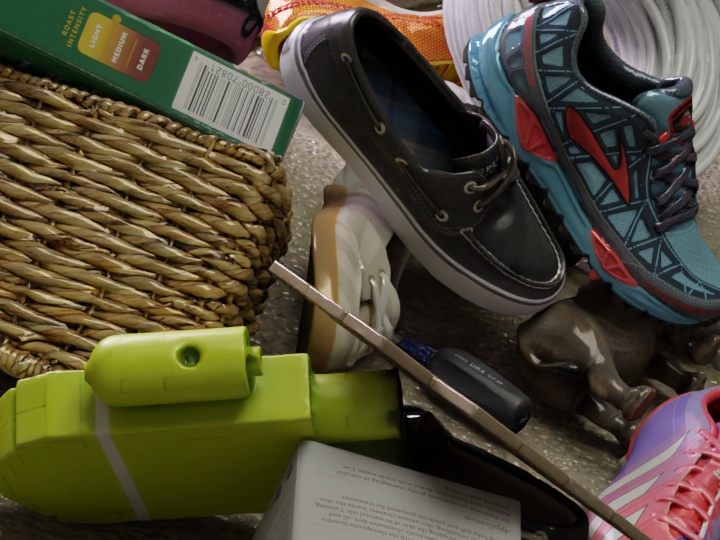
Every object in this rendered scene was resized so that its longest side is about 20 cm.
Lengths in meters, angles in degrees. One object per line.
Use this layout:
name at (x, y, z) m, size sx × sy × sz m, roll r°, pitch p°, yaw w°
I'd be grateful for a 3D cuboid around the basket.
basket at (-0.148, 0.001, 1.450) m, size 0.200 × 0.143 × 0.149 m, roll 18°, pitch 72°, yaw 4°

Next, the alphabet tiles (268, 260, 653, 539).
alphabet tiles at (0.048, 0.062, 1.325) m, size 0.200 × 0.008 × 0.167 m, roll 38°, pitch -2°, yaw -37°

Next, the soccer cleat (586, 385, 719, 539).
soccer cleat at (0.159, 0.112, 1.450) m, size 0.067 × 0.076 × 0.200 m, roll 48°, pitch 25°, yaw -8°

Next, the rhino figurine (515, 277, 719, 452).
rhino figurine at (0.152, 0.033, 1.614) m, size 0.087 × 0.060 × 0.200 m, roll 34°, pitch 30°, yaw 18°

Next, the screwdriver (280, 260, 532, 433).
screwdriver at (0.007, 0.033, 1.568) m, size 0.200 × 0.028 × 0.029 m, roll 27°, pitch 58°, yaw 26°

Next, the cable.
cable at (0.141, -0.138, 1.794) m, size 0.200 × 0.069 × 0.200 m, roll 10°, pitch 70°, yaw -37°

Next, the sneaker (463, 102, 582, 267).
sneaker at (0.078, -0.040, 1.644) m, size 0.200 × 0.091 × 0.076 m, roll 9°, pitch 25°, yaw -44°

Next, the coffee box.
coffee box at (-0.138, -0.097, 1.469) m, size 0.200 × 0.123 × 0.044 m, roll 25°, pitch 72°, yaw -14°

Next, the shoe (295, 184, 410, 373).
shoe at (0.000, 0.000, 1.519) m, size 0.053 × 0.070 × 0.200 m, roll 7°, pitch 20°, yaw 2°

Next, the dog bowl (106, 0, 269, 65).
dog bowl at (-0.141, -0.164, 1.665) m, size 0.200 × 0.074 × 0.200 m, roll 7°, pitch -9°, yaw 1°

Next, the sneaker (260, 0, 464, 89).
sneaker at (0.032, -0.128, 1.825) m, size 0.200 × 0.073 × 0.077 m, roll 8°, pitch 46°, yaw -8°

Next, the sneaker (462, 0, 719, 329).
sneaker at (0.142, -0.059, 1.554) m, size 0.200 × 0.096 × 0.079 m, roll 52°, pitch 29°, yaw -8°

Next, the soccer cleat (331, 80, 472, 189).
soccer cleat at (0.036, -0.077, 1.710) m, size 0.069 × 0.078 × 0.200 m, roll 24°, pitch 29°, yaw 8°

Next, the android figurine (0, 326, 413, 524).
android figurine at (-0.078, 0.073, 1.308) m, size 0.200 × 0.182 × 0.041 m, roll -3°, pitch 67°, yaw 6°

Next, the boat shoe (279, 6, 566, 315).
boat shoe at (0.045, -0.059, 1.519) m, size 0.200 × 0.066 × 0.070 m, roll 50°, pitch 54°, yaw -13°

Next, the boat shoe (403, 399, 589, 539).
boat shoe at (0.023, 0.094, 1.425) m, size 0.200 × 0.060 × 0.074 m, roll 35°, pitch 31°, yaw 25°

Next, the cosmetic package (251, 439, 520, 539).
cosmetic package at (0.006, 0.175, 1.217) m, size 0.108 × 0.085 × 0.200 m, roll 18°, pitch 39°, yaw -10°
